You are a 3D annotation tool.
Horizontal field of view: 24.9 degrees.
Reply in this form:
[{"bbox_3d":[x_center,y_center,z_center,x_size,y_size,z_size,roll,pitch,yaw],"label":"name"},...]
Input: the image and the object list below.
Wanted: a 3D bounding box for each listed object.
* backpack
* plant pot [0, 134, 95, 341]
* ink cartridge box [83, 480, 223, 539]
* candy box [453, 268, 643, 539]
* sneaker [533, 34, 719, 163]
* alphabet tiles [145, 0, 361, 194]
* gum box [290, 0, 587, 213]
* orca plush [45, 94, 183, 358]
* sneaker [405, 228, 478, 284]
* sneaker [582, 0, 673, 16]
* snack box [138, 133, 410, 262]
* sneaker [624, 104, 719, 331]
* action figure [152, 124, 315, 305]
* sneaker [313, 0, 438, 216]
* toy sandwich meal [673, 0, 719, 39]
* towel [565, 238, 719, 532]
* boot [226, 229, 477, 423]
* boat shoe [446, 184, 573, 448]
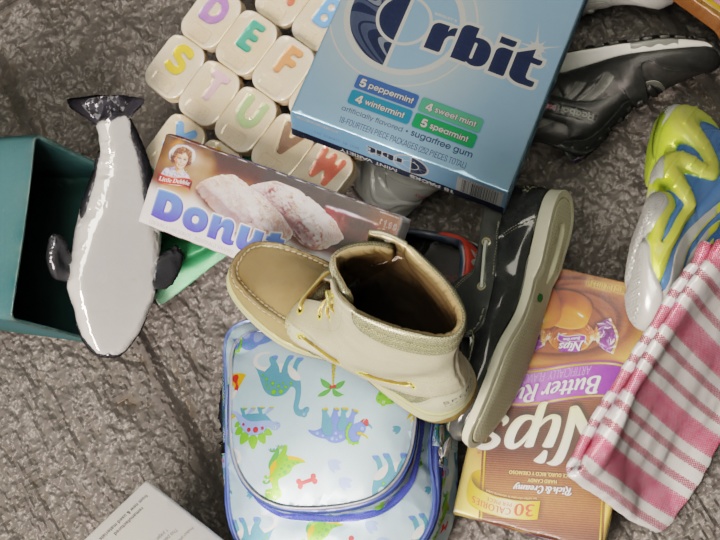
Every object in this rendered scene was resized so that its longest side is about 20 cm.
[{"bbox_3d":[-0.019,0.132,1.213,0.182,0.147,0.201,-4,79,10],"label":"backpack"},{"bbox_3d":[-0.316,-0.025,1.308,0.199,0.141,0.142,3,81,22],"label":"plant pot"},{"bbox_3d":[-0.117,0.275,1.204,0.200,0.146,0.084,36,49,13],"label":"ink cartridge box"},{"bbox_3d":[0.151,0.101,1.233,0.116,0.056,0.201,12,84,12],"label":"candy box"},{"bbox_3d":[0.184,-0.130,1.268,0.199,0.076,0.088,-8,94,13],"label":"sneaker"},{"bbox_3d":[-0.072,-0.134,1.254,0.200,0.015,0.196,37,89,23],"label":"alphabet tiles"},{"bbox_3d":[0.063,-0.165,1.205,0.169,0.045,0.201,21,71,7],"label":"gum box"},{"bbox_3d":[-0.204,-0.036,1.274,0.105,0.071,0.201,-15,100,-21],"label":"orca plush"},{"bbox_3d":[0.000,0.000,1.264,0.199,0.085,0.075,-8,79,10],"label":"sneaker"},{"bbox_3d":[0.148,-0.221,1.291,0.199,0.075,0.100,11,108,9],"label":"sneaker"},{"bbox_3d":[-0.065,-0.037,1.210,0.199,0.024,0.072,20,96,18],"label":"snack box"},{"bbox_3d":[0.257,-0.036,1.202,0.105,0.076,0.201,14,59,2],"label":"sneaker"},{"bbox_3d":[-0.092,-0.064,1.286,0.200,0.055,0.119,-25,78,24],"label":"action figure"},{"bbox_3d":[0.029,-0.148,1.272,0.099,0.078,0.201,-24,84,40],"label":"sneaker"},{"bbox_3d":[0.256,-0.262,1.245,0.204,0.070,0.206,5,52,-6],"label":"toy sandwich meal"},{"bbox_3d":[0.235,0.088,1.174,0.030,0.146,0.200,30,87,44],"label":"towel"},{"bbox_3d":[-0.012,0.016,1.089,0.200,0.155,0.072,31,73,17],"label":"boot"},{"bbox_3d":[0.098,0.031,1.196,0.067,0.072,0.201,14,80,23],"label":"boat shoe"}]
